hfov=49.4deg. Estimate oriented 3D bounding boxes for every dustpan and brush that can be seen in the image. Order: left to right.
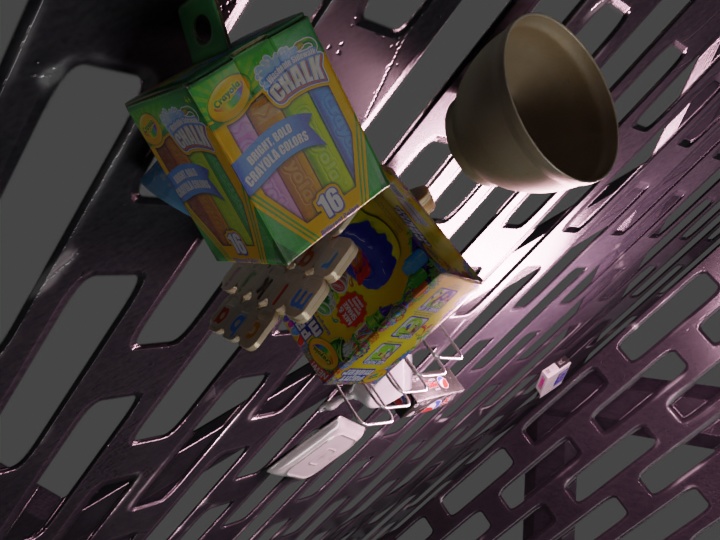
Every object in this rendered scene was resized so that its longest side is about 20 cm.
[{"bbox_3d":[0.009,0.239,1.562,0.200,0.057,0.140,-33,145,-22],"label":"dustpan and brush"}]

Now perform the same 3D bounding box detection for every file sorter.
[{"bbox_3d":[0.065,0.170,1.412,0.200,0.125,0.139,-45,154,18],"label":"file sorter"}]

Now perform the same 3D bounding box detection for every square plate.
[{"bbox_3d":[-0.090,0.403,1.739,0.200,0.028,0.198,-37,155,3],"label":"square plate"}]

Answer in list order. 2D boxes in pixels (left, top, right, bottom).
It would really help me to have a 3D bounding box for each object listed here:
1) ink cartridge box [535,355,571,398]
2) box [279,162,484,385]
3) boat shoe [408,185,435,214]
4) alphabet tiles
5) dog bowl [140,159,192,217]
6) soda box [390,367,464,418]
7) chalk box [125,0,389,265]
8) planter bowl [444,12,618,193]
[{"bbox_3d":[0.622,0.348,2.542,0.095,0.037,0.200,-31,152,-12],"label":"ink cartridge box"},{"bbox_3d":[0.000,0.000,0.938,0.193,0.200,0.122,-46,153,19],"label":"box"},{"bbox_3d":[0.031,-0.032,1.050,0.200,0.069,0.074,-39,-161,24],"label":"boat shoe"},{"bbox_3d":[-0.082,-0.003,0.847,0.015,0.200,0.196,44,74,-31],"label":"alphabet tiles"},{"bbox_3d":[-0.122,-0.073,0.771,0.050,0.111,0.200,-60,150,7],"label":"dog bowl"},{"bbox_3d":[0.146,0.273,1.760,0.200,0.071,0.063,-1,139,-51],"label":"soda box"},{"bbox_3d":[-0.093,-0.120,0.629,0.124,0.200,0.124,-40,-157,-27],"label":"chalk box"},{"bbox_3d":[0.184,-0.174,0.910,0.200,0.201,0.135,-11,173,-43],"label":"planter bowl"}]
